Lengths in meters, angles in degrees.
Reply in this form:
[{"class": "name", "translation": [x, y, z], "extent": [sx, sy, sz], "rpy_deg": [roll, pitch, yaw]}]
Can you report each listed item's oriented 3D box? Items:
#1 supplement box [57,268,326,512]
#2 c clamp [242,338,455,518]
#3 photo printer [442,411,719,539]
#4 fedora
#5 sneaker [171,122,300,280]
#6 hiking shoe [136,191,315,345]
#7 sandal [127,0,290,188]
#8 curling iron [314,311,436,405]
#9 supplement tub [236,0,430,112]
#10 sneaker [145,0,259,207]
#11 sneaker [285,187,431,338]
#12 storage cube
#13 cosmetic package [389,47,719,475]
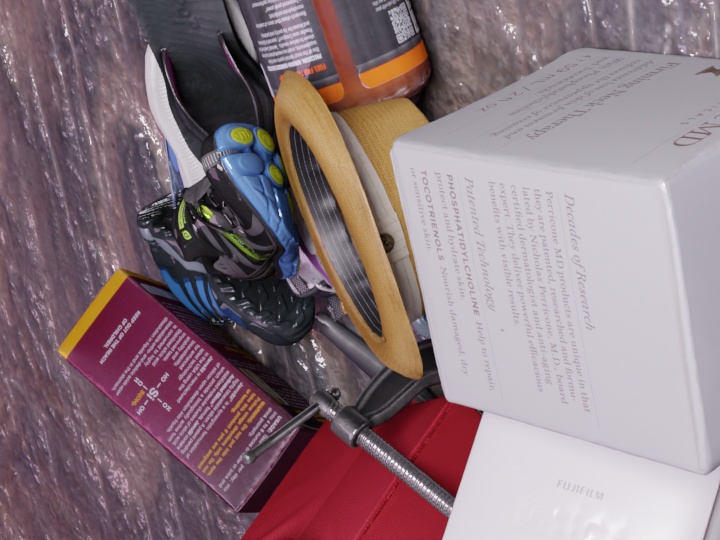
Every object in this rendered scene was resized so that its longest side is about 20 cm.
[{"class": "supplement box", "translation": [-0.125, 0.097, 1.520], "extent": [0.200, 0.086, 0.110], "rpy_deg": [39, -176, 18]}, {"class": "c clamp", "translation": [0.053, 0.123, 1.250], "extent": [0.199, 0.171, 0.027], "rpy_deg": [32, 147, 23]}, {"class": "photo printer", "translation": [0.136, 0.146, 1.146], "extent": [0.165, 0.201, 0.069], "rpy_deg": [15, 169, 24]}, {"class": "fedora", "translation": [0.017, -0.036, 1.167], "extent": [0.201, 0.081, 0.201], "rpy_deg": [62, 169, 22]}, {"class": "sneaker", "translation": [-0.084, -0.034, 1.262], "extent": [0.200, 0.082, 0.071], "rpy_deg": [88, 171, -72]}, {"class": "hiking shoe", "translation": [-0.095, 0.010, 1.507], "extent": [0.200, 0.074, 0.087], "rpy_deg": [38, 152, 43]}, {"class": "sandal", "translation": [-0.098, -0.121, 1.258], "extent": [0.048, 0.075, 0.201], "rpy_deg": [-98, -18, -53]}, {"class": "curling iron", "translation": [0.030, 0.093, 1.430], "extent": [0.200, 0.025, 0.050], "rpy_deg": [40, 140, 28]}, {"class": "supplement tub", "translation": [-0.020, -0.161, 1.238], "extent": [0.107, 0.107, 0.201], "rpy_deg": [-1, 112, 53]}, {"class": "sneaker", "translation": [-0.114, -0.134, 1.368], "extent": [0.147, 0.080, 0.201], "rpy_deg": [-114, 12, -57]}, {"class": "sneaker", "translation": [0.000, 0.000, 1.367], "extent": [0.200, 0.077, 0.140], "rpy_deg": [53, 148, 28]}, {"class": "storage cube", "translation": [0.031, 0.215, 1.343], "extent": [0.200, 0.180, 0.171], "rpy_deg": [46, 150, -17]}, {"class": "cosmetic package", "translation": [0.153, -0.015, 1.064], "extent": [0.199, 0.167, 0.167], "rpy_deg": [12, 122, 47]}]
